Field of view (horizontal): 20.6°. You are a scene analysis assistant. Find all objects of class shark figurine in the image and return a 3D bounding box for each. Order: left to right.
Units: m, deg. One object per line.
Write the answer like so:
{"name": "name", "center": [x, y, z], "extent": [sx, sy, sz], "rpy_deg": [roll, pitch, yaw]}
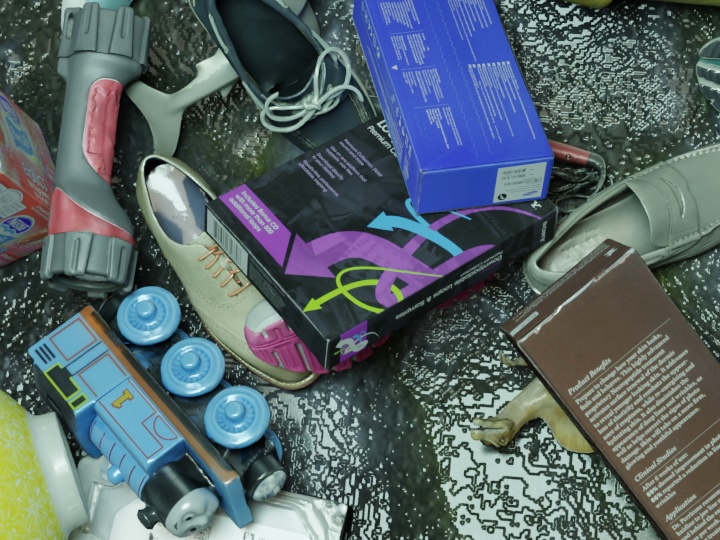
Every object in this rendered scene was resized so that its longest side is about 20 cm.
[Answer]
{"name": "shark figurine", "center": [-0.072, -0.168, 1.440], "extent": [0.128, 0.089, 0.215], "rpy_deg": [19, 72, 44]}

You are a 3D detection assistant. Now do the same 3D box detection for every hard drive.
{"name": "hard drive", "center": [-0.115, 0.212, 1.392], "extent": [0.198, 0.038, 0.141], "rpy_deg": [12, 81, 10]}

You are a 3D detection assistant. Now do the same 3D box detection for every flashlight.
{"name": "flashlight", "center": [-0.180, -0.085, 1.386], "extent": [0.068, 0.067, 0.202], "rpy_deg": [-7, 70, 41]}

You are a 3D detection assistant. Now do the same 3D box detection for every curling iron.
{"name": "curling iron", "center": [0.087, -0.090, 1.425], "extent": [0.199, 0.026, 0.050], "rpy_deg": [23, 80, 11]}

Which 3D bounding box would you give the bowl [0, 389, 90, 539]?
{"name": "bowl", "center": [-0.246, 0.151, 1.347], "extent": [0.107, 0.200, 0.202], "rpy_deg": [-19, 77, -8]}

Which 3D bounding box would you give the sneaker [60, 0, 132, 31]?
{"name": "sneaker", "center": [-0.154, -0.248, 1.463], "extent": [0.081, 0.074, 0.201], "rpy_deg": [22, 84, 14]}

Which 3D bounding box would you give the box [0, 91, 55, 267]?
{"name": "box", "center": [-0.280, -0.068, 1.381], "extent": [0.102, 0.200, 0.095], "rpy_deg": [-23, 78, 3]}

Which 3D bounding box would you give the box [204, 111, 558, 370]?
{"name": "box", "center": [0.015, -0.034, 1.339], "extent": [0.199, 0.036, 0.143], "rpy_deg": [-29, 58, -26]}

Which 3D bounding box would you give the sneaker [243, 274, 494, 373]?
{"name": "sneaker", "center": [0.000, 0.000, 1.387], "extent": [0.199, 0.082, 0.088], "rpy_deg": [-26, 56, -21]}

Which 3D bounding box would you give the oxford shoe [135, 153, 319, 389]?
{"name": "oxford shoe", "center": [-0.099, 0.001, 1.408], "extent": [0.071, 0.074, 0.200], "rpy_deg": [-41, 78, -4]}

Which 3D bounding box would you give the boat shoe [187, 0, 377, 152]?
{"name": "boat shoe", "center": [-0.047, -0.138, 1.379], "extent": [0.075, 0.062, 0.200], "rpy_deg": [-34, 121, 3]}

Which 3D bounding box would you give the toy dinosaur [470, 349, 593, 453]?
{"name": "toy dinosaur", "center": [0.168, 0.076, 1.379], "extent": [0.198, 0.058, 0.102], "rpy_deg": [-6, 96, -6]}

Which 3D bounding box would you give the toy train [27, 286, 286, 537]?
{"name": "toy train", "center": [-0.138, 0.101, 1.372], "extent": [0.114, 0.087, 0.200], "rpy_deg": [-37, 62, -14]}

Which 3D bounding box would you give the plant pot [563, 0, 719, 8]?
{"name": "plant pot", "center": [0.223, -0.268, 1.365], "extent": [0.187, 0.201, 0.203], "rpy_deg": [15, 81, -6]}

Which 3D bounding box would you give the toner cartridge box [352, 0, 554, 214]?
{"name": "toner cartridge box", "center": [0.061, -0.130, 1.373], "extent": [0.094, 0.043, 0.201], "rpy_deg": [-6, 50, -12]}

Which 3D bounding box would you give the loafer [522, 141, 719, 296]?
{"name": "loafer", "center": [0.206, -0.036, 1.377], "extent": [0.199, 0.070, 0.070], "rpy_deg": [-30, 77, 1]}

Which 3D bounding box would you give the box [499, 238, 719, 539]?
{"name": "box", "center": [0.193, 0.088, 1.319], "extent": [0.100, 0.075, 0.201], "rpy_deg": [-38, 101, -1]}

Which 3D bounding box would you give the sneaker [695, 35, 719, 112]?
{"name": "sneaker", "center": [0.333, -0.140, 1.382], "extent": [0.198, 0.080, 0.078], "rpy_deg": [1, 121, 2]}
